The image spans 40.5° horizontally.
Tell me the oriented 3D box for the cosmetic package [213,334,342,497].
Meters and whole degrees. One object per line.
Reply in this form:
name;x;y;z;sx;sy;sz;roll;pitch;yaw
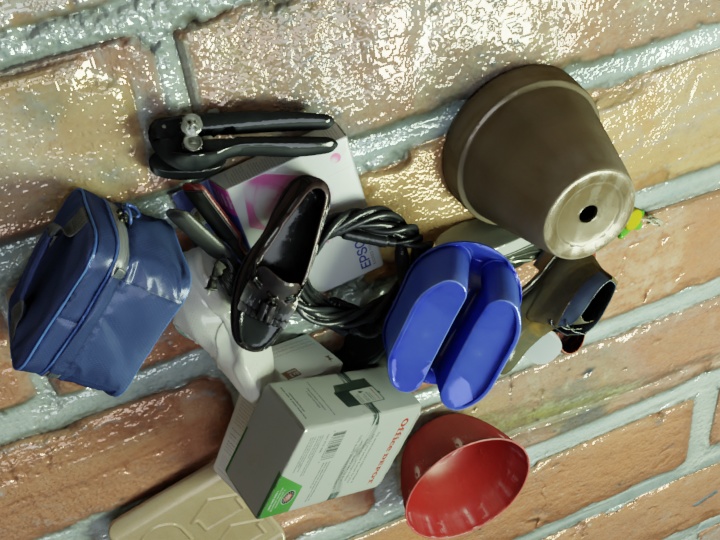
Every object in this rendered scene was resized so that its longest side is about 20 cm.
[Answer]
cosmetic package;-0.106;0.186;1.237;0.101;0.074;0.201;-16;134;-50

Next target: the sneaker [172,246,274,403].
sneaker;-0.168;0.068;1.117;0.088;0.075;0.201;-16;110;21

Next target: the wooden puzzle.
wooden puzzle;-0.224;0.358;1.353;0.185;0.046;0.200;-30;128;-3

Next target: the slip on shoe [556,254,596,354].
slip on shoe;0.295;0.033;1.349;0.074;0.061;0.201;-11;128;-17

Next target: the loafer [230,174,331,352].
loafer;-0.084;-0.007;1.026;0.072;0.063;0.201;22;90;-13

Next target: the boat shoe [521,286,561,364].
boat shoe;0.207;0.053;1.316;0.070;0.066;0.200;-40;131;14

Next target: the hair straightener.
hair straightener;-0.150;-0.001;1.060;0.077;0.041;0.200;-60;140;-29

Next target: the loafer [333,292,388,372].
loafer;0.017;0.103;1.264;0.072;0.073;0.200;10;129;-44

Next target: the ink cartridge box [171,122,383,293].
ink cartridge box;-0.087;-0.044;1.109;0.199;0.043;0.197;-26;133;-8

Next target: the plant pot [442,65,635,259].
plant pot;0.218;-0.108;1.125;0.199;0.174;0.201;-13;130;-16

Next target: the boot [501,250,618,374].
boot;0.236;0.062;1.221;0.075;0.097;0.201;19;104;-43

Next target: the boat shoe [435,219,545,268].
boat shoe;0.186;-0.030;1.237;0.199;0.071;0.064;-14;127;-19

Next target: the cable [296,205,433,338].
cable;0.000;0.000;1.127;0.163;0.051;0.200;-43;134;12

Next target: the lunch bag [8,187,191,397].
lunch bag;-0.274;0.017;0.996;0.132;0.136;0.200;20;114;-37

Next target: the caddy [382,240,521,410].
caddy;0.107;0.063;1.142;0.141;0.105;0.201;20;118;-9

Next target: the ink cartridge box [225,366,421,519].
ink cartridge box;-0.042;0.202;1.173;0.199;0.083;0.147;-2;128;-45

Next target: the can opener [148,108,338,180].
can opener;-0.121;-0.139;1.009;0.199;0.079;0.064;-11;85;-15

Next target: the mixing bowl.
mixing bowl;0.134;0.284;1.430;0.199;0.109;0.201;-14;130;-18

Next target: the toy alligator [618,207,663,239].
toy alligator;0.337;-0.066;1.289;0.199;0.059;0.054;16;106;-44
